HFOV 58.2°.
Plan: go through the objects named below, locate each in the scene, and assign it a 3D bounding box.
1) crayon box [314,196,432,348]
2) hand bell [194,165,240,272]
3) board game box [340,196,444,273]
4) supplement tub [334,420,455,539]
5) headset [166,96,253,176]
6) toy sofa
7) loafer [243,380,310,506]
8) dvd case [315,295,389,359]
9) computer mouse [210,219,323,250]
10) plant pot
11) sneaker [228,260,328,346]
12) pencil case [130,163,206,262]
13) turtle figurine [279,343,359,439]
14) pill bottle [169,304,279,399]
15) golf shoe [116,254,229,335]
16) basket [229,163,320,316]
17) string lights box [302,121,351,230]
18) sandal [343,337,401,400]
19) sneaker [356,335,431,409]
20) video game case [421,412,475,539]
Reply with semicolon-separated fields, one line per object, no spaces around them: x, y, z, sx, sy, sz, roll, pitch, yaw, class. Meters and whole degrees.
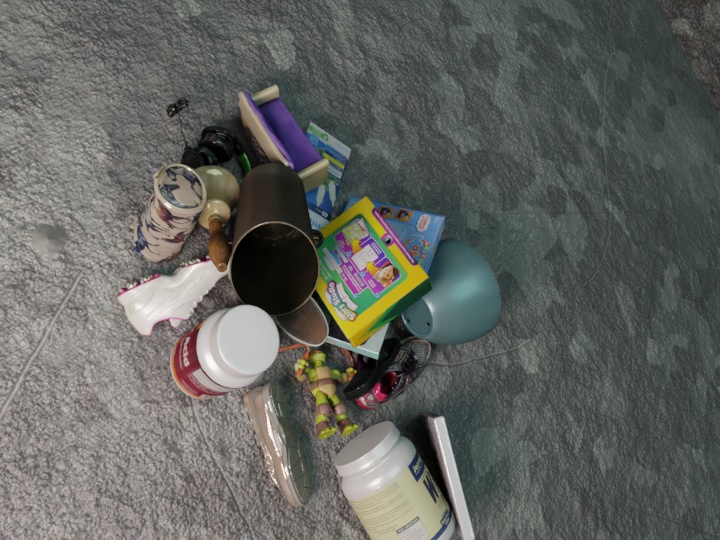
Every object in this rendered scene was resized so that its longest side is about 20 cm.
0.000;0.000;1.129;0.171;0.058;0.202;-36;64;-2;crayon box
-0.227;-0.068;1.012;0.102;0.105;0.202;15;31;-29;hand bell
0.046;-0.059;1.218;0.195;0.037;0.153;13;53;17;board game box
0.056;0.377;1.093;0.144;0.144;0.203;-34;95;-37;supplement tub
-0.254;-0.202;1.105;0.201;0.093;0.125;49;53;-25;headset
-0.137;-0.238;1.147;0.081;0.098;0.202;-27;68;-16;toy sofa
-0.136;0.285;1.055;0.072;0.061;0.205;-8;80;-69;loafer
-0.005;0.053;1.178;0.142;0.022;0.203;17;51;8;dvd case
-0.161;-0.052;1.120;0.194;0.034;0.060;4;51;-7;computer mouse
0.150;0.059;1.232;0.133;0.199;0.204;-24;88;-35;plant pot
-0.134;0.051;1.097;0.199;0.085;0.073;41;81;0;sneaker
-0.291;-0.084;0.974;0.088;0.200;0.080;23;58;-18;pencil case
-0.068;0.202;1.109;0.198;0.064;0.165;20;46;-53;turtle figurine
-0.204;0.122;0.964;0.112;0.199;0.117;12;67;-30;pill bottle
-0.274;0.033;1.017;0.196;0.075;0.094;-22;99;-16;golf shoe
-0.137;-0.066;1.018;0.132;0.183;0.203;-1;43;-9;basket
-0.094;-0.164;1.224;0.101;0.059;0.205;28;61;-25;string lights box
0.021;0.158;1.152;0.049;0.074;0.200;59;27;-8;sandal
0.074;0.192;1.213;0.199;0.074;0.082;-37;96;-38;sneaker
0.153;0.359;1.156;0.022;0.182;0.206;-14;81;-4;video game case
